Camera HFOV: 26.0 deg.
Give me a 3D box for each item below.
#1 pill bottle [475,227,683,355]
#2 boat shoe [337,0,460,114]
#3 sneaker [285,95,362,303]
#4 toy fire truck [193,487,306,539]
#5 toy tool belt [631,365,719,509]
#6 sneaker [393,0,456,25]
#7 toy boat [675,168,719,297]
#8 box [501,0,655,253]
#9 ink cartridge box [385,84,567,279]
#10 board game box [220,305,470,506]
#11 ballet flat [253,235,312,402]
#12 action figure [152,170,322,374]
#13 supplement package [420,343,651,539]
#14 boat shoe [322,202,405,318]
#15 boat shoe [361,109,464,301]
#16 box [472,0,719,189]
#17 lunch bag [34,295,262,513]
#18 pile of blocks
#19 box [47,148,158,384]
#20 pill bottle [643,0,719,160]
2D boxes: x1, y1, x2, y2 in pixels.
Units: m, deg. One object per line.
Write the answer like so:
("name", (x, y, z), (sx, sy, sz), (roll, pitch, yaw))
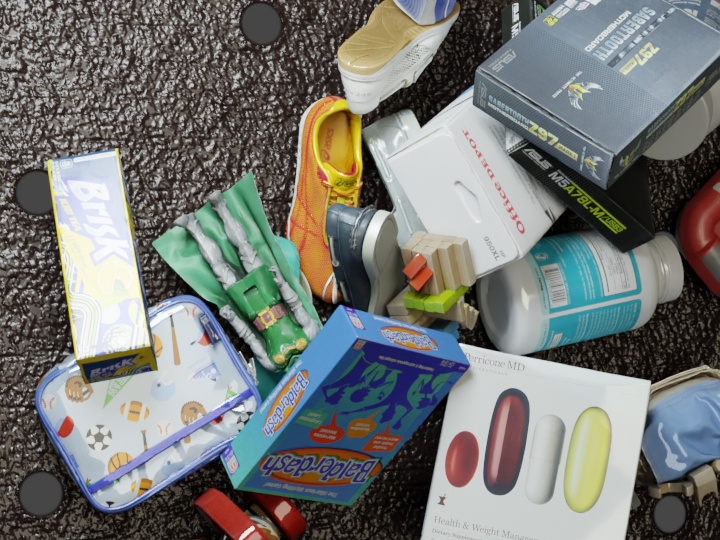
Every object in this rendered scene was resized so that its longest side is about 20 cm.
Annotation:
("pill bottle", (0.225, 0.015, 1.580), (0.198, 0.111, 0.112), (-11, 91, -18))
("boat shoe", (0.035, -0.214, 1.531), (0.200, 0.070, 0.070), (-43, 145, -46))
("sneaker", (-0.031, -0.068, 1.515), (0.072, 0.077, 0.203), (-5, 98, -19))
("toy fire truck", (-0.072, 0.286, 1.440), (0.112, 0.168, 0.201), (-40, 100, -16))
("toy tool belt", (0.322, 0.182, 1.598), (0.199, 0.123, 0.126), (-30, 97, -17))
("sneaker", (0.064, -0.345, 1.536), (0.114, 0.081, 0.201), (-14, 62, -27))
("toy boat", (0.438, -0.063, 1.642), (0.200, 0.131, 0.131), (-45, 101, -14))
("box", (0.214, -0.146, 1.536), (0.192, 0.047, 0.202), (34, 42, -32))
("ink cartridge box", (0.129, -0.100, 1.517), (0.145, 0.084, 0.200), (58, 37, -8))
("board game box", (-0.014, 0.130, 1.440), (0.151, 0.045, 0.200), (15, 123, -42))
("ballet flat", (-0.070, 0.063, 1.507), (0.070, 0.067, 0.203), (-9, 93, -33))
("action figure", (-0.096, 0.023, 1.448), (0.118, 0.055, 0.201), (-35, 87, 12))
("supplement package", (0.169, 0.191, 1.504), (0.189, 0.147, 0.202), (10, 84, 7))
("boat shoe", (0.000, 0.000, 1.476), (0.061, 0.200, 0.075), (21, 70, 15))
("boat shoe", (0.050, -0.056, 1.555), (0.071, 0.070, 0.203), (-18, 94, -1))
("box", (0.223, -0.182, 1.427), (0.157, 0.051, 0.200), (36, 59, 23))
("lunch bag", (-0.192, 0.125, 1.452), (0.199, 0.076, 0.161), (-30, 93, -11))
("pile of blocks", (0.059, 0.055, 1.486), (0.082, 0.201, 0.062), (29, 45, 21))
("box", (-0.235, -0.005, 1.409), (0.069, 0.064, 0.202), (-10, 66, -7))
("pill bottle", (0.319, -0.196, 1.565), (0.120, 0.119, 0.200), (46, 34, -11))
